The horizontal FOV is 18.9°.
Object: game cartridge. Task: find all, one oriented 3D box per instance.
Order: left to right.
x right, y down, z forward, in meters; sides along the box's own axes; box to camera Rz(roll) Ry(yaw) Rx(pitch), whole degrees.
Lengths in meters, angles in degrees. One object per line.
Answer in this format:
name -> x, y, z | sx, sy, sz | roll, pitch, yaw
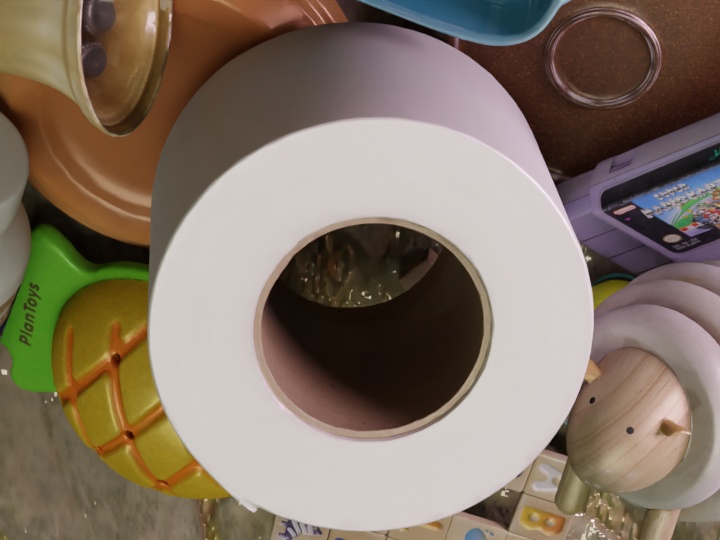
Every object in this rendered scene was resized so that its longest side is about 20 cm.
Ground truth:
game cartridge -> 0.202, -0.034, 1.035 | 0.129, 0.039, 0.199 | 22, 150, -35

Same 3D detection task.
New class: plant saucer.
plant saucer -> -0.096, -0.085, 1.092 | 0.198, 0.038, 0.202 | 4, 128, 5
plant saucer -> 0.118, -0.109, 1.049 | 0.198, 0.032, 0.202 | 4, 128, 6

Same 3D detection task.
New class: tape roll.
tape roll -> 0.000, 0.000, 1.010 | 0.200, 0.139, 0.205 | -2, 114, -4

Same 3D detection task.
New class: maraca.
maraca -> -0.117, 0.050, 1.160 | 0.199, 0.107, 0.138 | 26, 127, 13

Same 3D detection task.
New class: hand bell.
hand bell -> -0.198, -0.123, 1.014 | 0.198, 0.104, 0.105 | 6, 129, 18

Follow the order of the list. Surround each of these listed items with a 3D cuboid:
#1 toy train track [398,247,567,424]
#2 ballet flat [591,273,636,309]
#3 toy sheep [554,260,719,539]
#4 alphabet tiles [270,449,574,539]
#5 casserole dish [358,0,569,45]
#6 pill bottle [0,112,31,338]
toy train track -> 0.097, 0.063, 1.182 | 0.200, 0.033, 0.114 | 40, 122, -23
ballet flat -> 0.194, 0.074, 1.152 | 0.199, 0.067, 0.067 | 30, 127, -18
toy sheep -> 0.166, 0.059, 1.041 | 0.137, 0.199, 0.139 | 14, 113, 36
alphabet tiles -> 0.031, 0.159, 1.270 | 0.166, 0.008, 0.201 | 16, 130, 1
casserole dish -> 0.020, -0.181, 0.980 | 0.198, 0.039, 0.122 | 21, 122, 6
pill bottle -> -0.232, 0.004, 1.116 | 0.110, 0.112, 0.201 | 20, 135, -8
